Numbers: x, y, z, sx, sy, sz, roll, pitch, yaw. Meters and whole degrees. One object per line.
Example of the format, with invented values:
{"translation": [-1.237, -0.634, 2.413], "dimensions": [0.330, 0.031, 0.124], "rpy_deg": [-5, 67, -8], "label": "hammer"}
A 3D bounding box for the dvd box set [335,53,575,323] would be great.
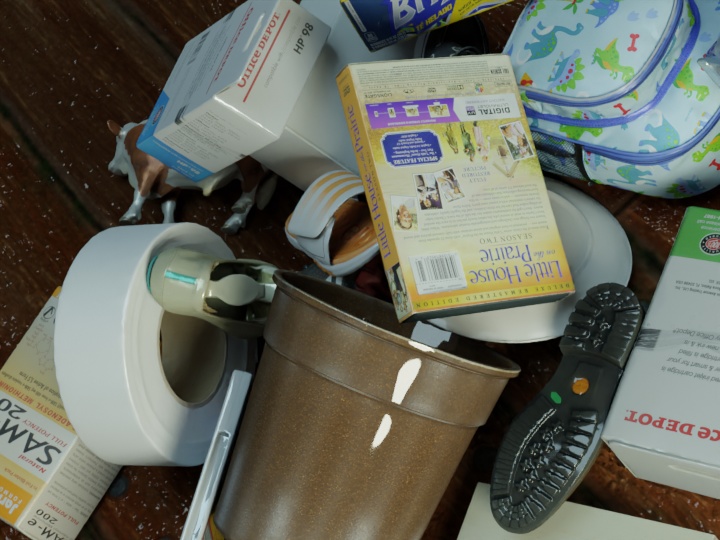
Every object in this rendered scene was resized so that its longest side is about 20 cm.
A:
{"translation": [0.072, -0.065, 1.468], "dimensions": [0.029, 0.146, 0.200], "rpy_deg": [-38, 64, 59], "label": "dvd box set"}

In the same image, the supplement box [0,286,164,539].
{"translation": [-0.262, 0.129, 1.688], "dimensions": [0.126, 0.074, 0.200], "rpy_deg": [23, 75, 37], "label": "supplement box"}

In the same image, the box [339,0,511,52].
{"translation": [0.083, -0.249, 1.549], "dimensions": [0.200, 0.064, 0.070], "rpy_deg": [-19, 46, 16], "label": "box"}

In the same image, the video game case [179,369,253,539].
{"translation": [-0.119, 0.194, 1.533], "dimensions": [0.017, 0.143, 0.200], "rpy_deg": [15, 67, 5], "label": "video game case"}

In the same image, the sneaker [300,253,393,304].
{"translation": [0.000, 0.000, 1.623], "dimensions": [0.098, 0.071, 0.200], "rpy_deg": [12, 67, 36], "label": "sneaker"}

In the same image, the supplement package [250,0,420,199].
{"translation": [-0.005, -0.172, 1.675], "dimensions": [0.117, 0.117, 0.200], "rpy_deg": [-7, 53, 62], "label": "supplement package"}

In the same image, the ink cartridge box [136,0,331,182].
{"translation": [-0.097, -0.155, 1.595], "dimensions": [0.200, 0.067, 0.116], "rpy_deg": [-20, 41, 58], "label": "ink cartridge box"}

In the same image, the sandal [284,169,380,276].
{"translation": [-0.029, -0.047, 1.588], "dimensions": [0.079, 0.059, 0.207], "rpy_deg": [-44, 21, -12], "label": "sandal"}

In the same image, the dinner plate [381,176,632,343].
{"translation": [0.117, -0.020, 1.543], "dimensions": [0.200, 0.024, 0.200], "rpy_deg": [0, 45, 0], "label": "dinner plate"}

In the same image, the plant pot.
{"translation": [-0.009, 0.126, 1.466], "dimensions": [0.200, 0.200, 0.198], "rpy_deg": [26, 97, 37], "label": "plant pot"}

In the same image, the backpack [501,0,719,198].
{"translation": [0.218, -0.157, 1.549], "dimensions": [0.200, 0.147, 0.183], "rpy_deg": [21, 76, 34], "label": "backpack"}

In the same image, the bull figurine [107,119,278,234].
{"translation": [-0.158, -0.093, 1.772], "dimensions": [0.200, 0.065, 0.121], "rpy_deg": [-8, 63, 28], "label": "bull figurine"}

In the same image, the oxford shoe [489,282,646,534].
{"translation": [0.167, 0.115, 1.454], "dimensions": [0.073, 0.084, 0.200], "rpy_deg": [26, 79, 35], "label": "oxford shoe"}

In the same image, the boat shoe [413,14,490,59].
{"translation": [0.077, -0.148, 1.582], "dimensions": [0.066, 0.070, 0.200], "rpy_deg": [-44, 23, 51], "label": "boat shoe"}

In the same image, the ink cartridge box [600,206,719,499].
{"translation": [0.282, 0.066, 1.418], "dimensions": [0.146, 0.084, 0.200], "rpy_deg": [12, 69, 34], "label": "ink cartridge box"}

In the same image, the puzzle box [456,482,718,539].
{"translation": [0.153, 0.237, 1.425], "dimensions": [0.200, 0.025, 0.133], "rpy_deg": [10, 68, 33], "label": "puzzle box"}

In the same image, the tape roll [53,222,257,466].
{"translation": [-0.165, 0.061, 1.596], "dimensions": [0.071, 0.202, 0.203], "rpy_deg": [-3, 61, 28], "label": "tape roll"}

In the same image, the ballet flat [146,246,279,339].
{"translation": [-0.096, 0.020, 1.583], "dimensions": [0.069, 0.200, 0.070], "rpy_deg": [-3, 84, 28], "label": "ballet flat"}

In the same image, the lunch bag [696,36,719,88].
{"translation": [0.382, -0.147, 1.443], "dimensions": [0.170, 0.200, 0.127], "rpy_deg": [-50, 12, -4], "label": "lunch bag"}
